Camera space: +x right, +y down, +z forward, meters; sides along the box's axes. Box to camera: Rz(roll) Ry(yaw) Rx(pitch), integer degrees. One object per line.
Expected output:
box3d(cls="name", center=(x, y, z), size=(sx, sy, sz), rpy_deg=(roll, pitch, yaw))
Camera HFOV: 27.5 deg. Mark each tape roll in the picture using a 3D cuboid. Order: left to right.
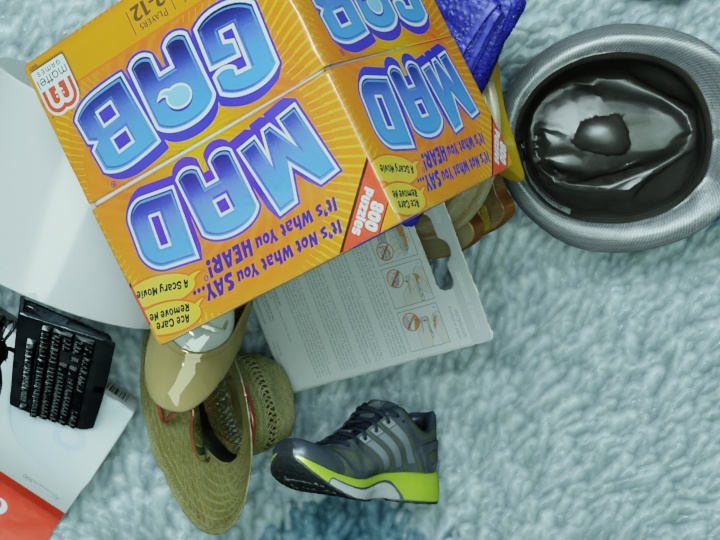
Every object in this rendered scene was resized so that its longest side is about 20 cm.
box3d(cls="tape roll", center=(-0.213, -0.060, 1.134), size=(0.201, 0.203, 0.140), rpy_deg=(23, 99, -4))

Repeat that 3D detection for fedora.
box3d(cls="fedora", center=(0.208, -0.107, 1.181), size=(0.198, 0.090, 0.179), rpy_deg=(-10, 97, 12))

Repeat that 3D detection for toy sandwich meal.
box3d(cls="toy sandwich meal", center=(0.057, -0.112, 1.168), size=(0.070, 0.204, 0.207), rpy_deg=(-12, 103, -41))

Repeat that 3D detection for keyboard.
box3d(cls="keyboard", center=(-0.248, 0.083, 1.124), size=(0.103, 0.200, 0.040), rpy_deg=(23, 61, -3))

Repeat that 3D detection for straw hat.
box3d(cls="straw hat", center=(-0.101, 0.109, 1.200), size=(0.084, 0.200, 0.203), rpy_deg=(-7, 102, -33))

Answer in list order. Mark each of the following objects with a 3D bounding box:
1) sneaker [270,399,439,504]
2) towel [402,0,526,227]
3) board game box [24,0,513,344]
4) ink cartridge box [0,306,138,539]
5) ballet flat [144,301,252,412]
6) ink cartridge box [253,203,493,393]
box3d(cls="sneaker", center=(-0.002, 0.144, 1.196), size=(0.073, 0.199, 0.082), rpy_deg=(2, 83, 34))
box3d(cls="towel", center=(0.016, -0.144, 1.071), size=(0.147, 0.050, 0.201), rpy_deg=(30, 115, 6))
box3d(cls="board game box", center=(-0.055, -0.102, 0.978), size=(0.199, 0.200, 0.201), rpy_deg=(-26, 91, 29))
box3d(cls="ink cartridge box", center=(-0.307, 0.151, 1.246), size=(0.159, 0.047, 0.201), rpy_deg=(34, 96, -6))
box3d(cls="ballet flat", center=(-0.108, 0.011, 1.101), size=(0.068, 0.063, 0.201), rpy_deg=(19, 55, 5))
box3d(cls="ink cartridge box", center=(0.000, 0.000, 1.184), size=(0.199, 0.050, 0.162), rpy_deg=(-17, 99, 26))
